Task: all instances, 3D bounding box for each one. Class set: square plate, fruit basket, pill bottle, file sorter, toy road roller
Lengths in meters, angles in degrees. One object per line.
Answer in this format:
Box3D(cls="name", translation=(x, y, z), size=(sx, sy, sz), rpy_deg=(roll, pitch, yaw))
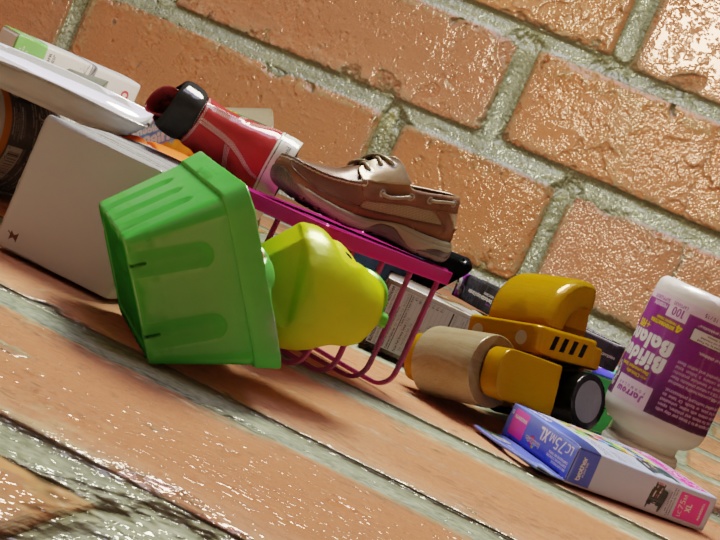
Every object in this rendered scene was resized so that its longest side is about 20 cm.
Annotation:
Box3D(cls="square plate", translation=(-0.290, -0.172, 1.399), size=(0.200, 0.028, 0.198), rpy_deg=(24, 6, -7))
Box3D(cls="fruit basket", translation=(-0.079, -0.005, 1.104), size=(0.215, 0.156, 0.216), rpy_deg=(-9, 15, 2))
Box3D(cls="pill bottle", translation=(-0.351, -0.134, 1.511), size=(0.116, 0.116, 0.200), rpy_deg=(26, 5, 26))
Box3D(cls="file sorter", translation=(-0.046, 0.015, 1.301), size=(0.139, 0.125, 0.200), rpy_deg=(26, 4, 35))
Box3D(cls="pill bottle", translation=(0.321, 0.116, 1.538), size=(0.112, 0.200, 0.112), rpy_deg=(24, 4, -2))
Box3D(cls="toy road roller", translation=(0.153, 0.068, 1.458), size=(0.200, 0.146, 0.123), rpy_deg=(17, -7, -42))

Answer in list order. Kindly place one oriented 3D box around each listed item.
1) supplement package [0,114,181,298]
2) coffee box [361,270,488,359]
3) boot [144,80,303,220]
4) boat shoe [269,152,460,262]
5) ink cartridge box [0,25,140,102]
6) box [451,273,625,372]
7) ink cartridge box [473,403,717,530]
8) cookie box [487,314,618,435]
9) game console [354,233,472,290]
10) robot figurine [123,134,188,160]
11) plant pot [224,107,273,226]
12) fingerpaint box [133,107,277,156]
Box3D(cls="supplement package", translation=(-0.202, -0.048, 1.280), size=(0.117, 0.117, 0.200), rpy_deg=(26, 5, 14))
Box3D(cls="coffee box", translation=(0.106, 0.079, 1.614), size=(0.200, 0.080, 0.114), rpy_deg=(25, 3, 2))
Box3D(cls="boot", translation=(-0.135, -0.117, 1.391), size=(0.144, 0.072, 0.200), rpy_deg=(29, -13, -2))
Box3D(cls="boat shoe", translation=(0.008, -0.070, 1.297), size=(0.200, 0.072, 0.076), rpy_deg=(21, 4, -39))
Box3D(cls="ink cartridge box", translation=(-0.437, -0.242, 2.122), size=(0.200, 0.146, 0.084), rpy_deg=(20, 6, -35))
Box3D(cls="box", translation=(0.193, 0.054, 1.645), size=(0.143, 0.036, 0.200), rpy_deg=(24, 1, -13))
Box3D(cls="ink cartridge box", translation=(0.213, 0.174, 1.351), size=(0.200, 0.042, 0.119), rpy_deg=(20, 6, -27))
Box3D(cls="cookie box", translation=(0.250, 0.134, 1.755), size=(0.200, 0.075, 0.171), rpy_deg=(19, 8, -43))
Box3D(cls="game console", translation=(0.000, 0.000, 1.684), size=(0.200, 0.031, 0.177), rpy_deg=(20, -32, -39))
Box3D(cls="robot figurine", translation=(-0.207, -0.067, 1.502), size=(0.200, 0.117, 0.144), rpy_deg=(22, 17, -32))
Box3D(cls="plant pot", translation=(-0.224, -0.126, 1.856), size=(0.200, 0.187, 0.187), rpy_deg=(9, 7, -10))
Box3D(cls="fingerpaint box", translation=(-0.215, -0.114, 1.646), size=(0.200, 0.073, 0.167), rpy_deg=(-16, -18, 28))
